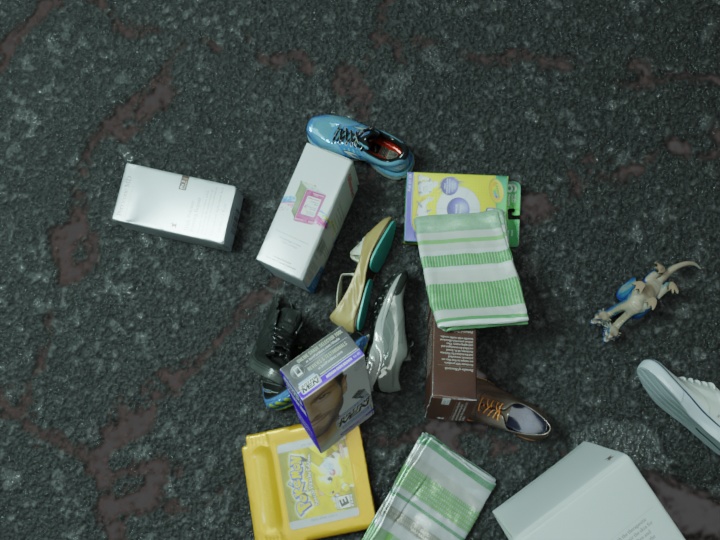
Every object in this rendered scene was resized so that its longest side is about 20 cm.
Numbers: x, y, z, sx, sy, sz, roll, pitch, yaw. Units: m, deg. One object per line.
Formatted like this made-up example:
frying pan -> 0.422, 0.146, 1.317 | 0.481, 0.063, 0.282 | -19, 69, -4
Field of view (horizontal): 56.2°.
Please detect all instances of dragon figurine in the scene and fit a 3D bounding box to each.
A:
dragon figurine -> 0.456, 0.039, 1.093 | 0.198, 0.100, 0.059 | -35, 79, -23

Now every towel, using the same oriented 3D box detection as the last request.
towel -> 0.170, -0.005, 1.041 | 0.148, 0.024, 0.204 | -5, 59, -4
towel -> 0.109, 0.377, 1.050 | 0.148, 0.031, 0.202 | 33, 82, -5

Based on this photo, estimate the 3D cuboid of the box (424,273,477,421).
box -> 0.139, 0.118, 1.041 | 0.073, 0.101, 0.204 | 6, 62, 2

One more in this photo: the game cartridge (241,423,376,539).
game cartridge -> -0.083, 0.336, 1.077 | 0.195, 0.032, 0.181 | -11, 80, -2

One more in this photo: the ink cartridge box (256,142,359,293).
ink cartridge box -> -0.080, -0.081, 1.090 | 0.083, 0.145, 0.204 | 23, 82, 7

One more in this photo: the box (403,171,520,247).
box -> 0.172, -0.099, 1.130 | 0.194, 0.048, 0.121 | 2, 87, 1

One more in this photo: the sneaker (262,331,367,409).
sneaker -> -0.079, 0.148, 1.078 | 0.197, 0.071, 0.084 | -30, 67, 14

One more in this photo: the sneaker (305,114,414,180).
sneaker -> 0.001, -0.223, 1.138 | 0.195, 0.090, 0.080 | 18, 82, 5

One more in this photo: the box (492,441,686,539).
box -> 0.325, 0.382, 0.970 | 0.197, 0.200, 0.173 | -35, 83, -3

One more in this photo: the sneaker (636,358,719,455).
sneaker -> 0.524, 0.203, 1.065 | 0.200, 0.073, 0.071 | 44, 75, -1

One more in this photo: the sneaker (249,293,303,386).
sneaker -> -0.126, 0.102, 1.038 | 0.059, 0.200, 0.106 | 29, 88, -15

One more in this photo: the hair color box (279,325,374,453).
hair color box -> -0.043, 0.181, 0.996 | 0.108, 0.202, 0.065 | -34, 57, -16

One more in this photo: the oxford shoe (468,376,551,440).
oxford shoe -> 0.208, 0.212, 1.066 | 0.195, 0.073, 0.073 | 17, 82, 5

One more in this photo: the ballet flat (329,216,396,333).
ballet flat -> 0.000, 0.000, 1.116 | 0.062, 0.069, 0.204 | 16, 80, 19

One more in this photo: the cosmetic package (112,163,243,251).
cosmetic package -> -0.306, -0.105, 1.140 | 0.195, 0.074, 0.104 | 11, 80, 3

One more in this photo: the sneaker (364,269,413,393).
sneaker -> 0.052, 0.100, 1.098 | 0.077, 0.074, 0.205 | 13, 87, -6
